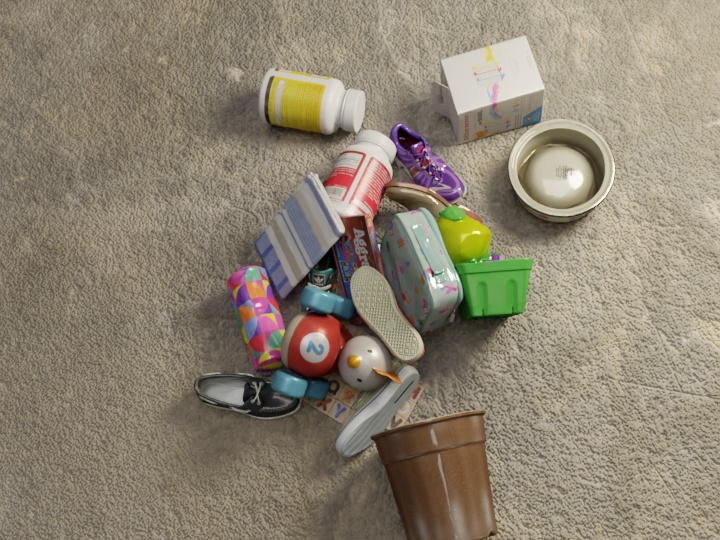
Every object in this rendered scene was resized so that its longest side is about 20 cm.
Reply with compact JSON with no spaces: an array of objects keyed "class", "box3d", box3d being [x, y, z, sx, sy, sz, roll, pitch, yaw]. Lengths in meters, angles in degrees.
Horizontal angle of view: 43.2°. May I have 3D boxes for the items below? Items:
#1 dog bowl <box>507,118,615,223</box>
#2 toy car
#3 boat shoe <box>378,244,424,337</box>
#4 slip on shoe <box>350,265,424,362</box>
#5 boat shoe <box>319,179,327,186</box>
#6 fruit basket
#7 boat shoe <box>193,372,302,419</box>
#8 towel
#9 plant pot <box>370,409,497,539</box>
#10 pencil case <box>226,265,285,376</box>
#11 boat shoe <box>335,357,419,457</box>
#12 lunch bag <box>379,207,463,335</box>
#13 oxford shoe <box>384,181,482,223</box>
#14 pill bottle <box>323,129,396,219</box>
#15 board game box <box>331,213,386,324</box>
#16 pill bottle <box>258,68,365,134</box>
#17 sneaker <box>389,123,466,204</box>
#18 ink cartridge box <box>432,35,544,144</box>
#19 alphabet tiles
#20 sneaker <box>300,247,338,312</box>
[{"class":"dog bowl","box3d":[0.376,-0.180,1.715,0.197,0.074,0.203,-2,69,6]},{"class":"toy car","box3d":[-0.021,0.149,1.562,0.198,0.177,0.187,19,89,24]},{"class":"boat shoe","box3d":[0.058,0.043,1.677,0.071,0.060,0.203,-20,68,-30]},{"class":"slip on shoe","box3d":[0.046,0.079,1.577,0.074,0.061,0.201,-37,67,4]},{"class":"boat shoe","box3d":[-0.119,-0.088,1.752,0.075,0.072,0.202,13,71,27]},{"class":"fruit basket","box3d":[0.213,-0.017,1.602,0.153,0.216,0.219,-4,69,0]},{"class":"boat shoe","box3d":[-0.206,0.226,1.648,0.197,0.060,0.077,0,70,7]},{"class":"towel","box3d":[-0.114,-0.063,1.677,0.200,0.024,0.148,-47,56,29]},{"class":"plant pot","box3d":[0.134,0.350,1.500,0.197,0.200,0.201,-14,77,2]},{"class":"pencil case","box3d":[-0.185,0.093,1.686,0.087,0.089,0.202,-21,71,-1]},{"class":"boat shoe","box3d":[0.023,0.242,1.612,0.200,0.072,0.062,-45,48,-14]},{"class":"lunch bag","box3d":[0.108,0.002,1.582,0.076,0.161,0.202,-14,65,-21]},{"class":"oxford shoe","box3d":[0.129,-0.104,1.702,0.198,0.070,0.076,24,79,-2]},{"class":"pill bottle","box3d":[-0.006,-0.163,1.732,0.111,0.113,0.202,19,65,14]},{"class":"board game box","box3d":[0.000,0.000,1.643,0.102,0.019,0.203,-4,105,43]},{"class":"pill bottle","box3d":[-0.095,-0.333,1.811,0.197,0.112,0.113,12,72,12]},{"class":"sneaker","box3d":[0.121,-0.204,1.752,0.081,0.084,0.200,-42,72,-9]},{"class":"ink cartridge box","box3d":[0.241,-0.344,1.763,0.197,0.129,0.127,-16,69,2]},{"class":"alphabet tiles","box3d":[0.009,0.208,1.657,0.198,0.008,0.168,28,76,16]},{"class":"sneaker","box3d":[-0.078,0.035,1.690,0.070,0.080,0.203,5,74,9]}]
